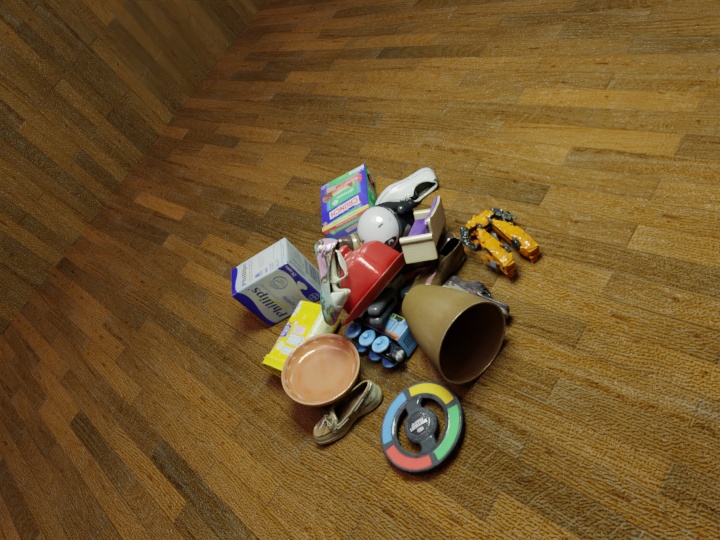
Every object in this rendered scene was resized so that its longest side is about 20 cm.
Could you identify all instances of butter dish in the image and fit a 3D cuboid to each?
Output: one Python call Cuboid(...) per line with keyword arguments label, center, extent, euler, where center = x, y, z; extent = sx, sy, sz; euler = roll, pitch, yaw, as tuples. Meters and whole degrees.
Cuboid(label="butter dish", center=(0.000, 0.000, 1.496), extent=(0.201, 0.147, 0.199), euler=(-50, -3, 32))

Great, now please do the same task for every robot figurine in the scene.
Cuboid(label="robot figurine", center=(0.324, -0.072, 1.458), extent=(0.143, 0.059, 0.200), euler=(-30, 41, -8))
Cuboid(label="robot figurine", center=(0.075, -0.116, 1.613), extent=(0.123, 0.154, 0.199), euler=(13, 21, 27))

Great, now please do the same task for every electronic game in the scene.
Cuboid(label="electronic game", center=(0.129, 0.332, 1.311), extent=(0.197, 0.042, 0.203), euler=(-22, 46, 24))

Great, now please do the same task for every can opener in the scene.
Cuboid(label="can opener", center=(0.078, 0.067, 1.486), extent=(0.065, 0.054, 0.200), euler=(-1, 23, 31))

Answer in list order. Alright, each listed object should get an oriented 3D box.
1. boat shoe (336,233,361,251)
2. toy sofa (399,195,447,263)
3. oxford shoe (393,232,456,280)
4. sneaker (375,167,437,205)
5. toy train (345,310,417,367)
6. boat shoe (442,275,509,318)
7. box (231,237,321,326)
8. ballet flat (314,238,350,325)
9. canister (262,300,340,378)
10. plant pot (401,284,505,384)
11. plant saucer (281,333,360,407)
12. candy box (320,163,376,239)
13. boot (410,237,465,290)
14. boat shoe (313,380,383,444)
Cuboid(label="boat shoe", center=(-0.040, -0.002, 1.610), extent=(0.070, 0.203, 0.073), euler=(-9, 38, -17))
Cuboid(label="toy sofa", center=(0.154, -0.103, 1.492), extent=(0.081, 0.099, 0.201), euler=(-8, 22, 20))
Cuboid(label="oxford shoe", center=(0.154, -0.044, 1.574), extent=(0.198, 0.073, 0.072), euler=(-32, 40, 12))
Cuboid(label="sneaker", center=(0.129, -0.216, 1.736), extent=(0.198, 0.073, 0.071), euler=(-35, 36, 9))
Cuboid(label="toy train", center=(0.050, 0.156, 1.493), extent=(0.114, 0.087, 0.198), euler=(-47, 38, -18))
Cuboid(label="boat shoe", center=(0.264, 0.056, 1.408), extent=(0.198, 0.072, 0.066), euler=(19, 74, 52))
Cuboid(label="box", center=(-0.235, 0.038, 1.741), extent=(0.197, 0.184, 0.106), euler=(-28, 44, 17))
Cuboid(label="ballet flat", center=(-0.060, 0.026, 1.418), extent=(0.070, 0.069, 0.205), euler=(-6, 92, 25))
Cuboid(label="canister", center=(-0.153, 0.189, 1.625), extent=(0.147, 0.087, 0.202), euler=(10, 63, 43))
Cuboid(label="plant pot", center=(0.181, 0.114, 1.340), extent=(0.187, 0.187, 0.199), euler=(-49, 40, -6))
Cuboid(label="plant saucer", center=(-0.094, 0.244, 1.484), extent=(0.195, 0.038, 0.203), euler=(-10, 45, 10))
Cuboid(label="candy box", center=(-0.035, -0.200, 1.853), extent=(0.167, 0.077, 0.203), euler=(-25, 46, 20))
Cuboid(label="boot", center=(0.180, -0.001, 1.487), extent=(0.073, 0.076, 0.200), euler=(32, 70, 29))
Cuboid(label="boat shoe", center=(-0.040, 0.327, 1.436), extent=(0.199, 0.063, 0.074), euler=(-41, 41, 5))
